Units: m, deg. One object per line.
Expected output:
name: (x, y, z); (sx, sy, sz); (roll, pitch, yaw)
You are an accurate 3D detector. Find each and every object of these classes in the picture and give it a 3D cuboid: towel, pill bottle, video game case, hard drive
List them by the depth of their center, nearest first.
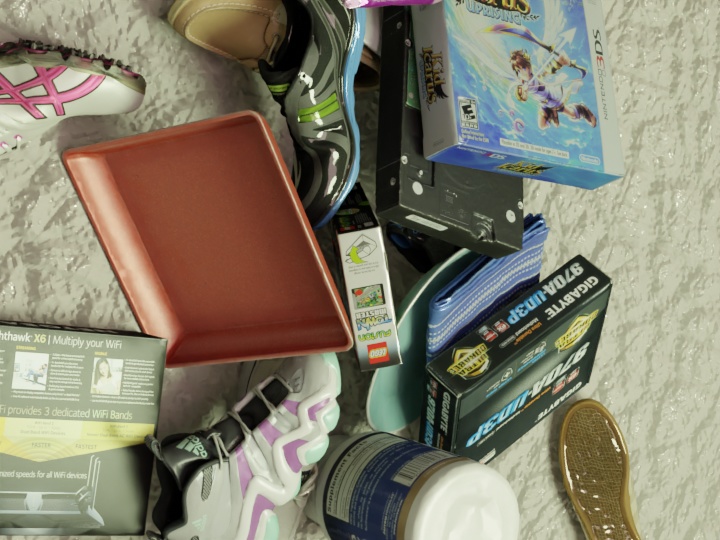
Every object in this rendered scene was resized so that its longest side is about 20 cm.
hard drive: (0.076, -0.123, 1.283); (0.139, 0.038, 0.202); (17, 66, -36)
video game case: (0.131, -0.171, 1.292); (0.199, 0.045, 0.183); (7, 70, -39)
pill bottle: (0.031, 0.197, 1.298); (0.110, 0.199, 0.112); (-5, 98, -34)
towel: (0.113, 0.051, 1.381); (0.145, 0.024, 0.201); (-39, 149, -25)

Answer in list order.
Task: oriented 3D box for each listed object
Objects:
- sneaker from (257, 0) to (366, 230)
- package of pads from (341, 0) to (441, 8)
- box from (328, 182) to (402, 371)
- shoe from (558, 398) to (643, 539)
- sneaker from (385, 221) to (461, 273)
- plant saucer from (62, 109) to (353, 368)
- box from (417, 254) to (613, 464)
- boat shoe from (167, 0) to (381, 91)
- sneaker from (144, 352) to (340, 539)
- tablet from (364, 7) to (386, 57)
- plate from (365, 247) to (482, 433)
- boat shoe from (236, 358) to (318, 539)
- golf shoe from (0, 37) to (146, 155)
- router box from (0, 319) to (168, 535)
sneaker: (-0.044, -0.133, 1.209); (0.082, 0.071, 0.202); (-2, 99, -34)
package of pads: (-0.013, -0.295, 1.205); (0.120, 0.201, 0.076); (-12, 147, -42)
box: (0.000, 0.000, 1.260); (0.034, 0.200, 0.111); (-10, 103, -2)
shoe: (0.238, 0.220, 1.540); (0.069, 0.053, 0.202); (-15, 102, 1)
sneaker: (0.062, -0.084, 1.363); (0.112, 0.073, 0.201); (-34, 115, -28)
plant saucer: (-0.112, -0.025, 1.191); (0.037, 0.199, 0.201); (-46, 121, -48)
box: (0.138, 0.095, 1.405); (0.199, 0.046, 0.160); (-34, 148, -27)
boat shoe: (-0.061, -0.187, 1.255); (0.199, 0.071, 0.065); (3, 55, -36)
sneaker: (-0.104, 0.133, 1.209); (0.139, 0.078, 0.202); (19, 96, -36)
tablet: (-0.007, -0.252, 1.295); (0.199, 0.014, 0.131); (33, 46, -32)
plate: (0.062, 0.053, 1.360); (0.200, 0.025, 0.201); (-42, 151, -29)
boat shoe: (-0.069, 0.168, 1.304); (0.070, 0.070, 0.202); (6, 92, -35)
golf shoe: (-0.257, -0.126, 1.144); (0.198, 0.073, 0.093); (2, 100, -25)
router box: (-0.253, 0.120, 1.182); (0.199, 0.052, 0.159); (8, 91, -35)
